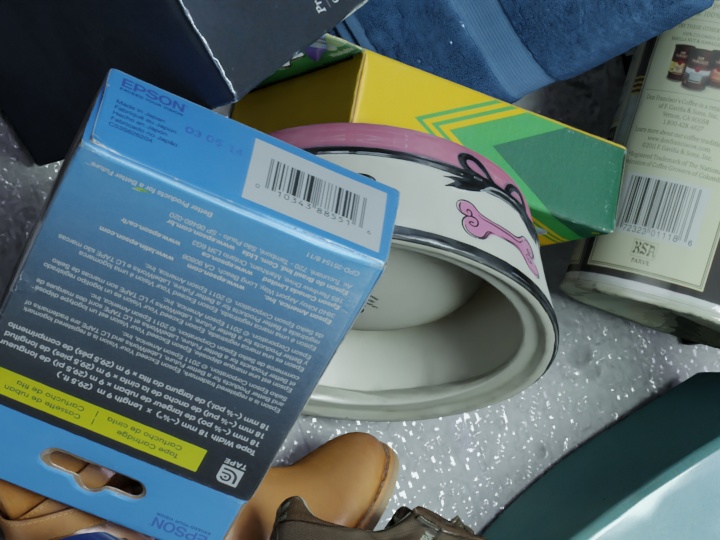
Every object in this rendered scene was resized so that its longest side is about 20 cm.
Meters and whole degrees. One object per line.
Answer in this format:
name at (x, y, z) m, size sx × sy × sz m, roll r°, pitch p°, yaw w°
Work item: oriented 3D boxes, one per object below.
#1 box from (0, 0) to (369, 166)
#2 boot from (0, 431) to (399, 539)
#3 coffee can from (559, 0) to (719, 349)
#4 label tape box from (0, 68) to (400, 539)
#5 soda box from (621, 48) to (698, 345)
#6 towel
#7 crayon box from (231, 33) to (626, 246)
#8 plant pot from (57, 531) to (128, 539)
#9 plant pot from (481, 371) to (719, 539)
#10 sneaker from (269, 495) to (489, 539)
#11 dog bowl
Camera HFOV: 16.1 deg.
box at (-0.073, -0.163, 1.220) m, size 0.197 × 0.200 × 0.124 m, roll -38°, pitch 104°, yaw -31°
boot at (-0.085, 0.099, 1.258) m, size 0.200 × 0.077 × 0.155 m, roll -36°, pitch 107°, yaw -19°
coffee can at (0.204, -0.064, 1.361) m, size 0.146 × 0.146 × 0.200 m, roll 20°, pitch 86°, yaw -30°
label tape box at (-0.090, 0.023, 1.159) m, size 0.144 × 0.200 × 0.063 m, roll 23°, pitch 37°, yaw -10°
soda box at (0.210, -0.061, 1.478) m, size 0.071 × 0.063 × 0.200 m, roll -12°, pitch 91°, yaw -35°
towel at (0.078, -0.145, 1.326) m, size 0.112 × 0.200 × 0.049 m, roll 60°, pitch 28°, yaw -12°
crayon box at (0.019, -0.061, 1.314) m, size 0.200 × 0.126 × 0.052 m, roll 19°, pitch 74°, yaw -30°
plant pot at (-0.089, 0.236, 1.135) m, size 0.200 × 0.200 × 0.180 m, roll 37°, pitch 82°, yaw -26°
plant pot at (0.165, 0.158, 1.378) m, size 0.200 × 0.141 × 0.142 m, roll -24°, pitch 97°, yaw -24°
sneaker at (0.047, 0.147, 1.245) m, size 0.200 × 0.070 × 0.076 m, roll 11°, pitch 47°, yaw -33°
dog bowl at (0.000, 0.000, 1.260) m, size 0.200 × 0.200 × 0.074 m, roll 22°, pitch 57°, yaw -30°
